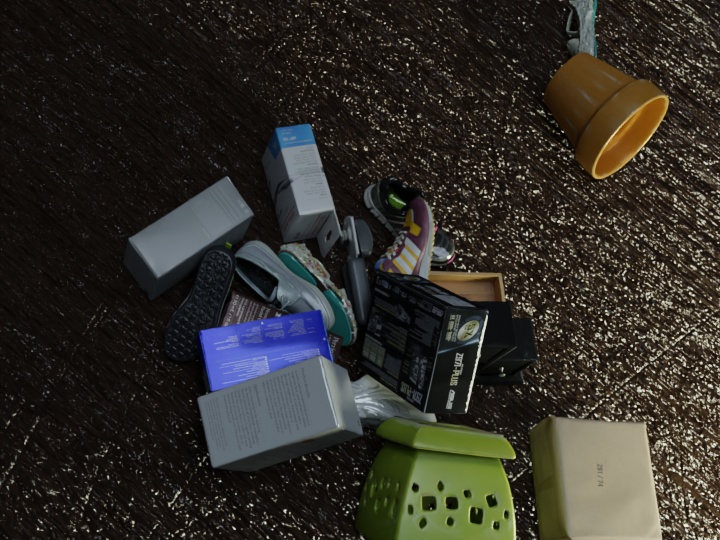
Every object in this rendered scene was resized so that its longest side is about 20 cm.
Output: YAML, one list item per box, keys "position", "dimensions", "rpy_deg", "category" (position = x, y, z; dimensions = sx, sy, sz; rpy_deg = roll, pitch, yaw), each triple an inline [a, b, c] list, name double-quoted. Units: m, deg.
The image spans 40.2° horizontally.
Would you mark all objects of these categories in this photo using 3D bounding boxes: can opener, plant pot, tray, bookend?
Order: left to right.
- position: [0.000, 0.000, 1.681]
  dimensions: [0.065, 0.053, 0.204]
  rpy_deg: [1, 69, -20]
  category: "can opener"
- position: [0.118, 0.324, 1.484]
  dimensions: [0.196, 0.199, 0.185]
  rpy_deg: [10, 84, -17]
  category: "plant pot"
- position: [0.159, 0.055, 1.725]
  dimensions: [0.196, 0.037, 0.101]
  rpy_deg: [2, 68, -19]
  category: "tray"
- position: [0.219, 0.121, 1.626]
  dimensions: [0.196, 0.199, 0.094]
  rpy_deg: [1, 69, -20]
  category: "bookend"
- position: [0.459, -0.315, 1.905]
  dimensions: [0.198, 0.202, 0.184]
  rpy_deg: [-30, 65, -27]
  category: "plant pot"

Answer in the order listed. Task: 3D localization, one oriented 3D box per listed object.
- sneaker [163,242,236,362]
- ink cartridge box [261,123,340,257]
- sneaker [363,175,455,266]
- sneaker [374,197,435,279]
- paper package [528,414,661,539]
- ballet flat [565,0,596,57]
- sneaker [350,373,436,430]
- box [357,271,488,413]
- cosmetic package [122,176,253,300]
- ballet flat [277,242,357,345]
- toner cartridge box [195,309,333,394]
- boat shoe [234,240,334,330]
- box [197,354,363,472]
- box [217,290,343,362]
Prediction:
- position: [-0.246, 0.052, 1.564]
  dimensions: [0.071, 0.083, 0.203]
  rpy_deg: [28, 89, -4]
  category: "sneaker"
- position: [-0.102, -0.128, 1.662]
  dimensions: [0.066, 0.116, 0.203]
  rpy_deg: [-10, 72, -22]
  category: "ink cartridge box"
- position: [0.094, -0.090, 1.731]
  dimensions: [0.200, 0.088, 0.074]
  rpy_deg: [44, 62, 2]
  category: "sneaker"
- position: [0.070, -0.026, 1.649]
  dimensions: [0.088, 0.075, 0.204]
  rpy_deg: [7, 80, -13]
  category: "sneaker"
- position: [0.390, 0.356, 1.646]
  dimensions: [0.187, 0.104, 0.204]
  rpy_deg: [5, 66, -17]
  category: "paper package"
- position: [0.459, -0.483, 2.041]
  dimensions: [0.070, 0.072, 0.204]
  rpy_deg: [13, 63, -14]
  category: "ballet flat"
- position: [0.033, 0.209, 1.597]
  dimensions: [0.196, 0.078, 0.101]
  rpy_deg: [13, 59, -17]
  category: "sneaker"
- position: [0.093, 0.108, 1.524]
  dimensions: [0.085, 0.199, 0.167]
  rpy_deg: [5, 101, -33]
  category: "box"
- position: [-0.276, -0.051, 1.576]
  dimensions: [0.199, 0.107, 0.091]
  rpy_deg: [-33, 82, -29]
  category: "cosmetic package"
- position: [-0.061, 0.031, 1.641]
  dimensions: [0.201, 0.075, 0.064]
  rpy_deg: [53, 38, 2]
  category: "ballet flat"
- position: [-0.146, 0.126, 1.505]
  dimensions: [0.196, 0.043, 0.097]
  rpy_deg: [-9, 75, -21]
  category: "toner cartridge box"
- position: [-0.131, 0.037, 1.602]
  dimensions: [0.200, 0.070, 0.071]
  rpy_deg: [42, 37, 7]
  category: "boat shoe"
- position: [-0.115, 0.215, 1.453]
  dimensions: [0.197, 0.152, 0.108]
  rpy_deg: [-19, 72, 9]
  category: "box"
- position: [-0.136, 0.123, 1.573]
  dimensions: [0.197, 0.075, 0.102]
  rpy_deg: [23, 63, -11]
  category: "box"
